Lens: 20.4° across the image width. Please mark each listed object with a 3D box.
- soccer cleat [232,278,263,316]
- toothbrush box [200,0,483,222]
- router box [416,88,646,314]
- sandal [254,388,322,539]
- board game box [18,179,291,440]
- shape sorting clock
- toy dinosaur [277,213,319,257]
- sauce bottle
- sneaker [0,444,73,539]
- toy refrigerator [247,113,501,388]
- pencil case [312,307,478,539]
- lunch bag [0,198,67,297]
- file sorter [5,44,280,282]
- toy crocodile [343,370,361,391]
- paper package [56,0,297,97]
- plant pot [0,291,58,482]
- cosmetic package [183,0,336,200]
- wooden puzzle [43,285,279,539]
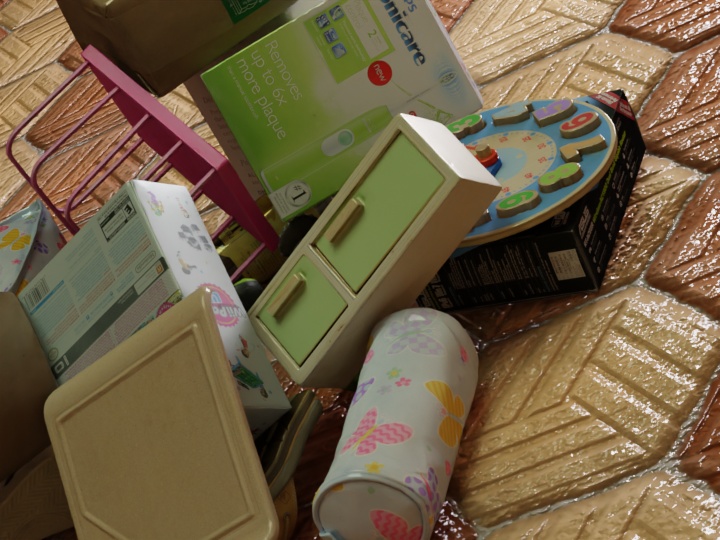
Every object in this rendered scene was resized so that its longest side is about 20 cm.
[{"bbox_3d":[-0.121,0.097,1.535,0.201,0.081,0.067,-56,-24,18],"label":"soccer cleat"},{"bbox_3d":[-0.014,-0.155,1.711,0.199,0.146,0.086,-29,5,6],"label":"toothbrush box"},{"bbox_3d":[0.131,-0.055,1.586,0.149,0.062,0.201,-11,33,28],"label":"router box"},{"bbox_3d":[-0.072,0.173,1.428,0.080,0.054,0.201,-24,28,51],"label":"sandal"},{"bbox_3d":[-0.155,0.058,1.481,0.147,0.064,0.201,-42,62,30],"label":"board game box"},{"bbox_3d":[0.101,-0.079,1.544,0.198,0.039,0.201,-20,30,12],"label":"shape sorting clock"},{"bbox_3d":[-0.007,-0.019,1.681,0.199,0.077,0.103,-18,41,35],"label":"toy dinosaur"},{"bbox_3d":[-0.110,-0.011,1.795,0.199,0.065,0.065,-38,26,-8],"label":"sauce bottle"},{"bbox_3d":[-0.274,0.182,1.619,0.199,0.075,0.084,-37,30,-9],"label":"sneaker"},{"bbox_3d":[0.006,-0.012,1.467,0.076,0.070,0.200,48,112,27],"label":"toy refrigerator"},{"bbox_3d":[0.025,0.112,1.398,0.090,0.083,0.201,-18,29,24],"label":"pencil case"},{"bbox_3d":[-0.292,0.064,1.740,0.126,0.170,0.200,-26,26,11],"label":"lunch bag"},{"bbox_3d":[-0.194,-0.067,1.736,0.125,0.139,0.200,-45,57,-8],"label":"file sorter"},{"bbox_3d":[0.000,0.000,1.587,0.061,0.068,0.201,11,59,5],"label":"toy crocodile"},{"bbox_3d":[-0.153,-0.259,1.773,0.199,0.104,0.190,-36,27,-12],"label":"paper package"},{"bbox_3d":[-0.323,0.101,1.519,0.172,0.202,0.200,-23,23,-14],"label":"plant pot"},{"bbox_3d":[-0.046,-0.190,1.884,0.164,0.201,0.165,-9,32,39],"label":"cosmetic package"},{"bbox_3d":[-0.139,0.137,1.403,0.184,0.037,0.202,-33,61,34],"label":"wooden puzzle"}]
